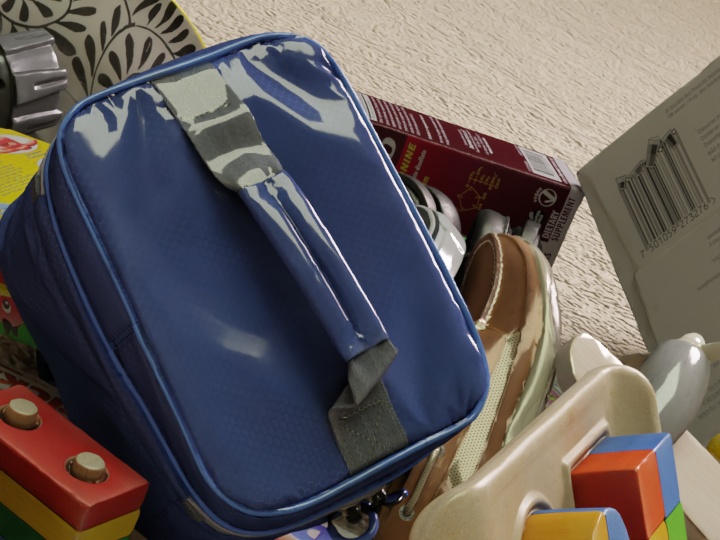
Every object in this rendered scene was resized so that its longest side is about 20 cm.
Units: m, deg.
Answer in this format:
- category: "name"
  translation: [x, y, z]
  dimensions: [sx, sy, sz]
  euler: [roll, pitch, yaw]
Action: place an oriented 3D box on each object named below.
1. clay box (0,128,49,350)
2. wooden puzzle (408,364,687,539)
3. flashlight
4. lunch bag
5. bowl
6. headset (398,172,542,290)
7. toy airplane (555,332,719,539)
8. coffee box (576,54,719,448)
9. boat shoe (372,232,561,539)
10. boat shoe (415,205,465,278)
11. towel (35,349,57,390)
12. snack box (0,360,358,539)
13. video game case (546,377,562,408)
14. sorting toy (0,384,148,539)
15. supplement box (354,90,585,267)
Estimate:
- category: "clay box"
  translation: [-0.152, -0.015, 0.943]
  dimensions: [0.200, 0.048, 0.115]
  euler: [19, 26, 30]
- category: "wooden puzzle"
  translation: [0.088, 0.142, 0.720]
  dimensions: [0.046, 0.186, 0.200]
  euler: [-5, 8, 27]
- category: "flashlight"
  translation: [-0.239, -0.085, 1.020]
  dimensions: [0.200, 0.068, 0.068]
  euler: [-21, 7, -43]
- category: "lunch bag"
  translation: [-0.045, 0.018, 0.789]
  dimensions: [0.136, 0.132, 0.200]
  euler: [-25, 82, -26]
- category: "bowl"
  translation: [-0.193, -0.116, 1.175]
  dimensions: [0.200, 0.201, 0.094]
  euler: [26, 63, 11]
- category: "headset"
  translation: [0.043, 0.003, 1.117]
  dimensions: [0.123, 0.094, 0.200]
  euler: [19, 2, -21]
- category: "toy airplane"
  translation: [0.188, 0.123, 0.930]
  dimensions: [0.200, 0.141, 0.199]
  euler: [24, 33, -44]
- category: "coffee box"
  translation: [0.287, -0.015, 1.197]
  dimensions: [0.197, 0.200, 0.200]
  euler: [12, 49, -45]
- category: "boat shoe"
  translation: [0.045, 0.059, 0.937]
  dimensions: [0.072, 0.076, 0.200]
  euler: [20, 50, -11]
- category: "boat shoe"
  translation: [0.000, 0.000, 0.961]
  dimensions: [0.071, 0.072, 0.200]
  euler: [42, 17, -7]
- category: "towel"
  translation: [-0.060, 0.053, 0.990]
  dimensions: [0.199, 0.049, 0.112]
  euler: [15, 20, -18]
- category: "snack box"
  translation: [-0.100, 0.095, 0.867]
  dimensions: [0.200, 0.024, 0.072]
  euler: [25, 21, 8]
- category: "video game case"
  translation: [0.089, 0.069, 1.119]
  dimensions: [0.182, 0.022, 0.200]
  euler: [16, 19, -41]
- category: "sorting toy"
  translation: [-0.189, 0.071, 0.729]
  dimensions: [0.199, 0.070, 0.200]
  euler: [34, 27, 25]
- category: "supplement box"
  translation: [0.024, -0.041, 1.242]
  dimensions: [0.199, 0.109, 0.061]
  euler: [17, 20, -14]
